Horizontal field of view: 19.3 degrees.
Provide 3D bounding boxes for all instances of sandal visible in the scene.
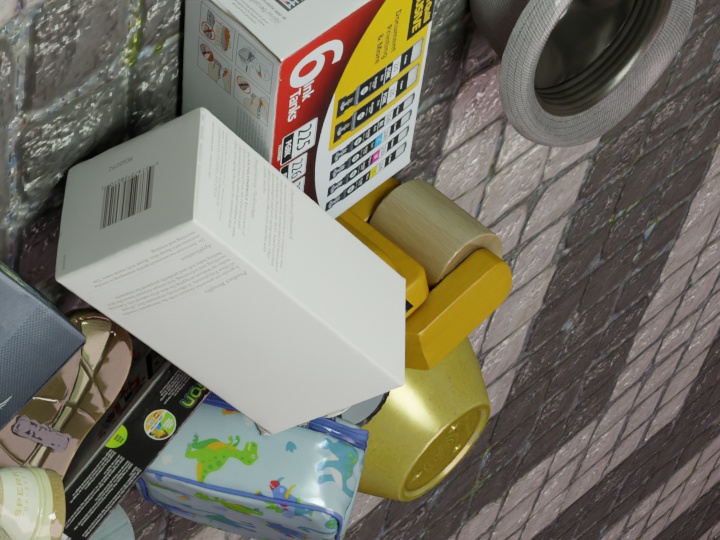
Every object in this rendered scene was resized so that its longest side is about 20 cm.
[{"bbox_3d":[-0.216,0.101,1.318,0.080,0.054,0.200,33,99,-33],"label":"sandal"}]

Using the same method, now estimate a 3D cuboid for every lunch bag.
[{"bbox_3d":[-0.080,0.137,1.479,0.200,0.160,0.083,96,7,-75],"label":"lunch bag"}]

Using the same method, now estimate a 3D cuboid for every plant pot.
[{"bbox_3d":[0.017,0.095,1.652,0.200,0.142,0.200,-40,158,-20],"label":"plant pot"}]

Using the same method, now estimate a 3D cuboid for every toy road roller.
[{"bbox_3d":[0.000,0.000,1.487,0.200,0.123,0.146,-40,147,-18],"label":"toy road roller"}]

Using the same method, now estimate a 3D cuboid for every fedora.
[{"bbox_3d":[0.143,-0.183,1.478,0.177,0.090,0.200,-53,153,9],"label":"fedora"}]

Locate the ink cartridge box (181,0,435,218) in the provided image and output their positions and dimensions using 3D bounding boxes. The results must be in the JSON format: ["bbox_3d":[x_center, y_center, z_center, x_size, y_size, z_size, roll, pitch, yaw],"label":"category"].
[{"bbox_3d":[-0.017,-0.127,1.269,0.175,0.084,0.200,-38,157,-26],"label":"ink cartridge box"}]

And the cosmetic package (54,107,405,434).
[{"bbox_3d":[-0.071,0.006,1.231,0.107,0.085,0.200,-21,140,28],"label":"cosmetic package"}]

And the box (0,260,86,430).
[{"bbox_3d":[-0.250,0.055,1.176,0.158,0.051,0.200,-46,160,-4],"label":"box"}]

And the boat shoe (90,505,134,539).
[{"bbox_3d":[-0.236,0.202,1.470,0.067,0.074,0.200,-25,173,27],"label":"boat shoe"}]

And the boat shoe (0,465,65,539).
[{"bbox_3d":[-0.250,0.172,1.247,0.063,0.073,0.201,15,143,-39],"label":"boat shoe"}]

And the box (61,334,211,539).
[{"bbox_3d":[-0.154,0.094,1.371,0.200,0.035,0.110,-50,-158,7],"label":"box"}]
